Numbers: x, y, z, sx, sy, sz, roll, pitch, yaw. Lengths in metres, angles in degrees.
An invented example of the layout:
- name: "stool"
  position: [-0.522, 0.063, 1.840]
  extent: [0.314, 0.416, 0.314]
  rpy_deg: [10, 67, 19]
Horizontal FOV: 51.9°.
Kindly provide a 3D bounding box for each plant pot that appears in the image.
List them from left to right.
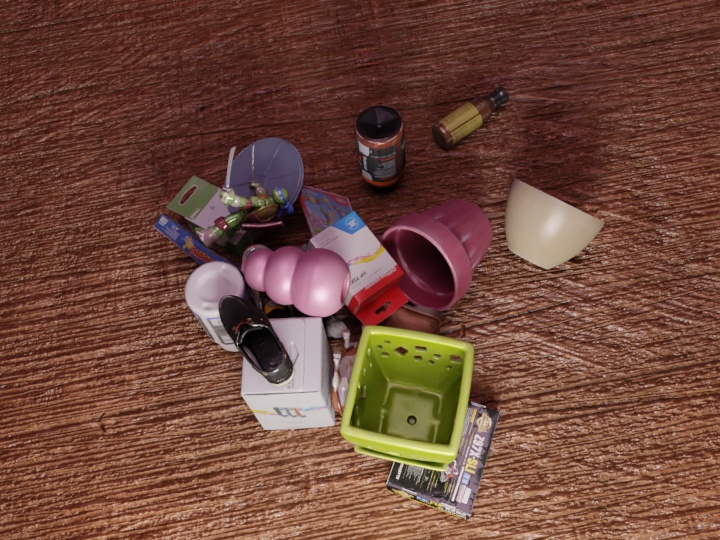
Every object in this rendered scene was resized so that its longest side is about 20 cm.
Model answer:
- name: "plant pot"
  position: [0.085, 0.232, 1.281]
  extent: [0.197, 0.182, 0.201]
  rpy_deg: [10, 62, 10]
- name: "plant pot"
  position: [0.166, -0.047, 1.488]
  extent: [0.199, 0.201, 0.179]
  rpy_deg: [36, 54, 22]
- name: "plant pot"
  position: [0.372, -0.083, 1.498]
  extent: [0.199, 0.200, 0.135]
  rpy_deg: [29, 103, 19]

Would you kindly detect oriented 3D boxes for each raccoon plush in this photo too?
- name: "raccoon plush"
  position: [-0.085, 0.031, 1.463]
  extent: [0.096, 0.135, 0.199]
  rpy_deg: [-29, 35, -36]

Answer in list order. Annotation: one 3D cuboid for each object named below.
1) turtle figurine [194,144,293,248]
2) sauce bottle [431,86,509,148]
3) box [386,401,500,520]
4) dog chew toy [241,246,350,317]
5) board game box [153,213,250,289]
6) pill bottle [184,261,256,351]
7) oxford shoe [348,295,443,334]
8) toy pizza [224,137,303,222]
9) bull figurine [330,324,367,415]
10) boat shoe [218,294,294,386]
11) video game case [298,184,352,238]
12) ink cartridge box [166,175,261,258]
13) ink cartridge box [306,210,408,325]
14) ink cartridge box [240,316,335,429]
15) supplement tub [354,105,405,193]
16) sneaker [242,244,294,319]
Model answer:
- name: "turtle figurine"
  position: [-0.253, -0.146, 1.501]
  extent: [0.193, 0.200, 0.144]
  rpy_deg: [-37, 28, 12]
- name: "sauce bottle"
  position: [0.258, -0.358, 1.713]
  extent: [0.199, 0.066, 0.066]
  rpy_deg: [-33, 63, -14]
- name: "box"
  position: [0.152, 0.329, 1.352]
  extent: [0.158, 0.049, 0.201]
  rpy_deg: [17, 64, 11]
- name: "dog chew toy"
  position: [-0.121, 0.012, 1.343]
  extent: [0.198, 0.125, 0.125]
  rpy_deg: [12, 63, 11]
- name: "board game box"
  position: [-0.323, -0.035, 1.545]
  extent: [0.199, 0.135, 0.035]
  rpy_deg: [36, 88, 22]
- name: "pill bottle"
  position: [-0.262, 0.077, 1.442]
  extent: [0.113, 0.200, 0.115]
  rpy_deg: [-2, 62, 4]
- name: "oxford shoe"
  position: [0.062, 0.098, 1.477]
  extent: [0.198, 0.071, 0.072]
  rpy_deg: [14, 67, 11]
- name: "toy pizza"
  position: [-0.205, -0.189, 1.589]
  extent: [0.198, 0.032, 0.202]
  rpy_deg: [-7, 72, 23]
- name: "bull figurine"
  position: [-0.016, 0.177, 1.376]
  extent: [0.064, 0.122, 0.201]
  rpy_deg: [3, 31, 5]
- name: "boat shoe"
  position: [-0.185, 0.109, 1.272]
  extent: [0.073, 0.063, 0.202]
  rpy_deg: [-37, 61, -9]
- name: "video game case"
  position: [-0.054, -0.086, 1.563]
  extent: [0.017, 0.142, 0.201]
  rpy_deg: [-41, 54, 34]
- name: "ink cartridge box"
  position: [-0.316, -0.120, 1.636]
  extent: [0.199, 0.059, 0.104]
  rpy_deg: [27, 66, 19]
- name: "ink cartridge box"
  position: [0.000, 0.000, 1.433]
  extent: [0.116, 0.067, 0.200]
  rpy_deg: [-34, 78, -22]
- name: "ink cartridge box"
  position: [-0.128, 0.193, 1.365]
  extent: [0.143, 0.201, 0.147]
  rpy_deg: [-3, 60, 3]
- name: "supplement tub"
  position: [0.044, -0.252, 1.594]
  extent: [0.106, 0.201, 0.108]
  rpy_deg: [-2, 59, 4]
- name: "sneaker"
  position: [-0.170, 0.044, 1.424]
  extent: [0.077, 0.082, 0.202]
  rpy_deg: [-22, 100, -7]
